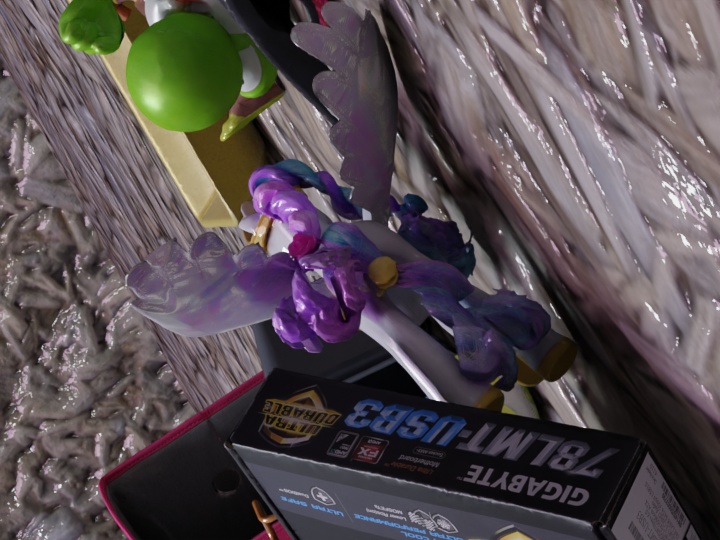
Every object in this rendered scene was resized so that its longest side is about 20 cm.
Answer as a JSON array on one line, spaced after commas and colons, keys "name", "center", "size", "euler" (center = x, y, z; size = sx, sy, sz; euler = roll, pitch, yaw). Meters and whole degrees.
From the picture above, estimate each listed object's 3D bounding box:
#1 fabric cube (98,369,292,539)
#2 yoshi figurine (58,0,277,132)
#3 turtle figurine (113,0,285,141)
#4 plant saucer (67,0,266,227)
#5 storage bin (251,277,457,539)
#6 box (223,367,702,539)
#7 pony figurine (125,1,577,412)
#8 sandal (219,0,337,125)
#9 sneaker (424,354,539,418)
[{"name": "fabric cube", "center": [-0.046, 0.214, 1.963], "size": [0.200, 0.199, 0.196], "euler": [63, 170, -29]}, {"name": "yoshi figurine", "center": [-0.102, -0.150, 1.338], "size": [0.112, 0.112, 0.201], "euler": [36, 160, 53]}, {"name": "turtle figurine", "center": [-0.108, -0.152, 1.502], "size": [0.162, 0.064, 0.200], "euler": [52, 164, -5]}, {"name": "plant saucer", "center": [-0.125, -0.126, 1.745], "size": [0.201, 0.048, 0.200], "euler": [60, 172, -6]}, {"name": "storage bin", "center": [0.003, 0.103, 1.546], "size": [0.135, 0.145, 0.201], "euler": [-116, 0, -55]}, {"name": "box", "center": [0.066, 0.133, 1.146], "size": [0.199, 0.050, 0.199], "euler": [9, 144, 37]}, {"name": "pony figurine", "center": [0.000, 0.000, 1.196], "size": [0.200, 0.167, 0.193], "euler": [39, 172, 22]}, {"name": "sandal", "center": [-0.036, -0.130, 1.264], "size": [0.075, 0.045, 0.200], "euler": [60, -172, 35]}, {"name": "sneaker", "center": [0.044, 0.114, 1.398], "size": [0.076, 0.105, 0.200], "euler": [53, 170, 32]}]
